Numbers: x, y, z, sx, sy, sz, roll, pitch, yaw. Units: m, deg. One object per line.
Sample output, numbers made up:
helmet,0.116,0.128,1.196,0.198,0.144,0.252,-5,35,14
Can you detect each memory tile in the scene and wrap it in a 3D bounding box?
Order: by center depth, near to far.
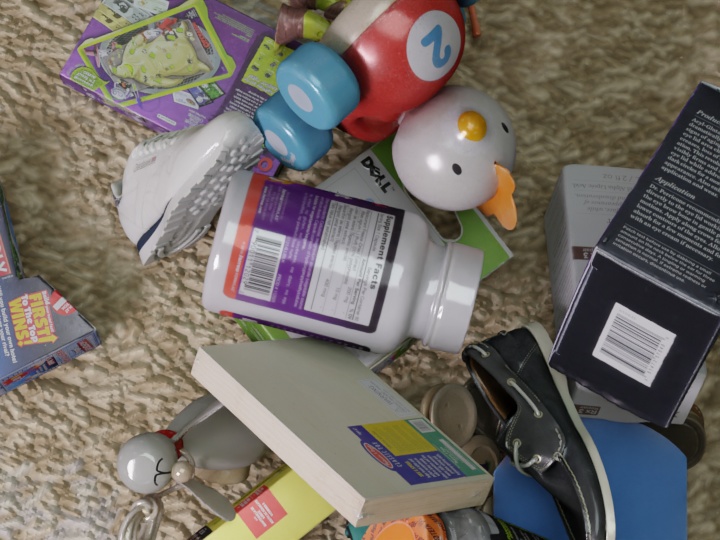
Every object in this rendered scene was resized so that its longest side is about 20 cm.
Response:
memory tile,0.069,0.201,1.551,0.153,0.017,0.201,-39,110,-37

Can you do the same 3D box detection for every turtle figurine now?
turtle figurine,0.013,-0.189,1.647,0.161,0.065,0.201,12,52,4

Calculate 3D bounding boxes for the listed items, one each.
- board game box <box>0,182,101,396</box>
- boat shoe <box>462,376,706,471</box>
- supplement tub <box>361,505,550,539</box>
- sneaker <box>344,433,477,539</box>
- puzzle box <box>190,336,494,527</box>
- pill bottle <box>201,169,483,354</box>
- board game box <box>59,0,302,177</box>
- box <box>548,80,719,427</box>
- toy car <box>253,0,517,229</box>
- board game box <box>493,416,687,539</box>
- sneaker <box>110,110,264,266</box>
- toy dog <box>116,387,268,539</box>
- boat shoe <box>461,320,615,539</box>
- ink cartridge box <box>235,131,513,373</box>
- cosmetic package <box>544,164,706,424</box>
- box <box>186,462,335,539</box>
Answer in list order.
board game box,-0.316,0.028,1.619,0.199,0.062,0.201,-13,79,-6
boat shoe,0.175,0.115,1.617,0.199,0.068,0.072,14,112,-3
supplement tub,0.097,0.245,1.472,0.199,0.122,0.123,26,76,-27
sneaker,0.030,0.187,1.591,0.080,0.071,0.201,2,56,34
puzzle box,-0.014,0.112,1.461,0.200,0.133,0.026,40,119,38
pill bottle,-0.012,0.000,1.533,0.199,0.111,0.112,14,78,-2
board game box,-0.135,-0.165,1.684,0.199,0.032,0.120,28,74,5
box,0.238,-0.013,1.487,0.104,0.148,0.200,28,52,10
toy car,0.058,-0.116,1.512,0.200,0.177,0.184,46,69,2
board game box,0.176,0.212,1.591,0.157,0.039,0.201,-1,92,-10
sneaker,-0.144,-0.078,1.584,0.076,0.200,0.081,-20,76,-37
toy dog,-0.104,0.136,1.536,0.096,0.132,0.200,11,33,16
boat shoe,0.135,0.133,1.512,0.067,0.072,0.201,-12,58,-16
ink cartridge box,0.000,0.000,1.631,0.200,0.076,0.148,-36,81,-14
cosmetic package,0.206,0.017,1.594,0.101,0.074,0.201,3,52,-9
box,-0.068,0.191,1.584,0.200,0.075,0.050,-37,92,-8
